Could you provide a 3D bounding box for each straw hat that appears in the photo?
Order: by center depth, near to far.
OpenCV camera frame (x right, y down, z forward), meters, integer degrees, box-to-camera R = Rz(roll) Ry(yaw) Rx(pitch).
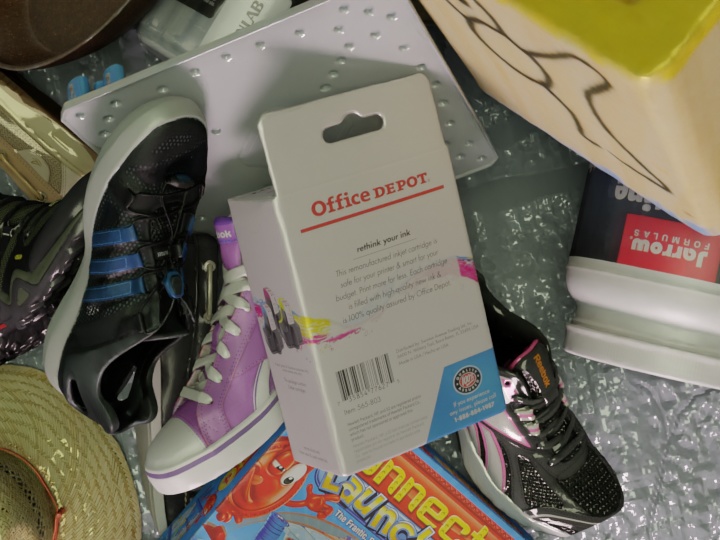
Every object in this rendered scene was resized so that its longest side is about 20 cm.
[{"bbox_3d":[-0.242,0.165,0.819,0.199,0.085,0.203,0,90,-1],"label":"straw hat"}]

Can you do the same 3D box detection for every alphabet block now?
[{"bbox_3d":[0.151,-0.168,0.647,0.195,0.200,0.197,37,89,29],"label":"alphabet block"}]

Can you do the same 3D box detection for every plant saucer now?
[{"bbox_3d":[-0.165,-0.207,0.794,0.199,0.037,0.202,-18,58,32],"label":"plant saucer"}]

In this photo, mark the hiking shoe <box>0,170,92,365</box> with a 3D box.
[{"bbox_3d":[-0.215,-0.015,0.784,0.200,0.076,0.101,-39,86,37],"label":"hiking shoe"}]

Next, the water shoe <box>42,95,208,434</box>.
[{"bbox_3d":[-0.114,0.001,0.712,0.079,0.071,0.201,40,123,28],"label":"water shoe"}]

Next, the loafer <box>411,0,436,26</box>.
[{"bbox_3d":[0.055,-0.183,0.763,0.068,0.200,0.076,32,126,19],"label":"loafer"}]

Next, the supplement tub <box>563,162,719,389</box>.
[{"bbox_3d":[0.206,-0.035,0.790,0.139,0.140,0.202,12,90,0],"label":"supplement tub"}]

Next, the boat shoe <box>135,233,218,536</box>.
[{"bbox_3d":[-0.116,0.073,0.822,0.060,0.074,0.202,-6,103,-20],"label":"boat shoe"}]

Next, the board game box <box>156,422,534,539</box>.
[{"bbox_3d":[-0.014,0.193,0.814,0.200,0.056,0.196,41,91,-14],"label":"board game box"}]

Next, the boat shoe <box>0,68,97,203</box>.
[{"bbox_3d":[-0.251,-0.109,0.822,0.200,0.071,0.065,40,98,0],"label":"boat shoe"}]

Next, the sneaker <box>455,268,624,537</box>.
[{"bbox_3d":[0.096,0.082,0.804,0.200,0.086,0.080,46,56,-1],"label":"sneaker"}]

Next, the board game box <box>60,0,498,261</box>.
[{"bbox_3d":[-0.040,-0.086,0.750,0.199,0.200,0.026,-20,60,14],"label":"board game box"}]

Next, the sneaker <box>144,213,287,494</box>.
[{"bbox_3d":[-0.075,0.031,0.764,0.201,0.072,0.115,-46,114,-22],"label":"sneaker"}]

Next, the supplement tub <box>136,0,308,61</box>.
[{"bbox_3d":[-0.041,-0.197,0.797,0.122,0.123,0.201,32,91,-1],"label":"supplement tub"}]

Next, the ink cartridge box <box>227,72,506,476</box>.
[{"bbox_3d":[0.000,0.000,0.726,0.115,0.068,0.201,-18,100,-27],"label":"ink cartridge box"}]
